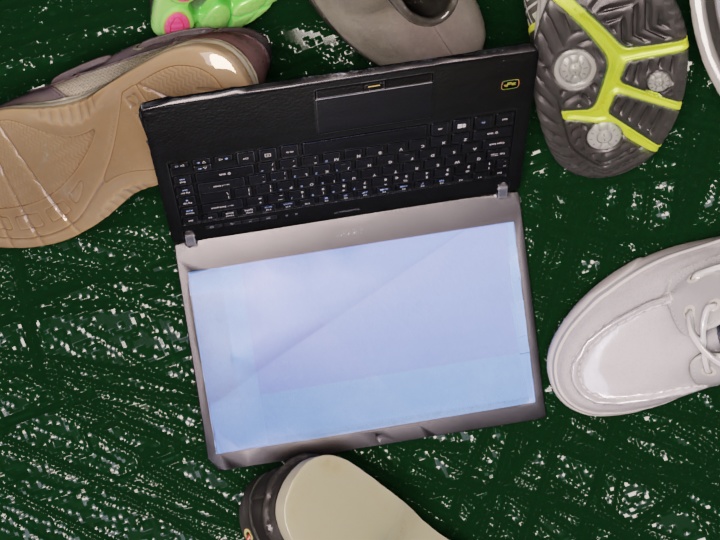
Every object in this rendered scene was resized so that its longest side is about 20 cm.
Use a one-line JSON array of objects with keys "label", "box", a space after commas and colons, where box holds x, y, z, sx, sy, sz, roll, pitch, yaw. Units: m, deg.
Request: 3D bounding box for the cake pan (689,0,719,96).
[{"label": "cake pan", "box": [0.251, -0.137, 0.798, 0.198, 0.037, 0.202, 1, 102, 6]}]

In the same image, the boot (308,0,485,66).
[{"label": "boot", "box": [0.008, -0.132, 0.745, 0.068, 0.131, 0.200, -38, 128, 4]}]

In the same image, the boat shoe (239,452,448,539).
[{"label": "boat shoe", "box": [0.022, 0.170, 0.880, 0.201, 0.063, 0.074, 45, 62, -16]}]

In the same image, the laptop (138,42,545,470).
[{"label": "laptop", "box": [0.000, 0.000, 0.805, 0.176, 0.200, 0.104, -9, 64, -4]}]

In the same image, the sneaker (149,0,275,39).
[{"label": "sneaker", "box": [-0.061, -0.203, 0.809, 0.076, 0.084, 0.201, -1, 121, -32]}]

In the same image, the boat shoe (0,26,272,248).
[{"label": "boat shoe", "box": [-0.126, -0.067, 0.843, 0.199, 0.065, 0.072, -21, 104, 29]}]

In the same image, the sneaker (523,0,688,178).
[{"label": "sneaker", "box": [0.109, -0.139, 0.800, 0.075, 0.077, 0.201, -6, 119, 5]}]

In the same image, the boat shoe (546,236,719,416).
[{"label": "boat shoe", "box": [0.183, 0.021, 0.823, 0.199, 0.069, 0.073, -18, 99, 10]}]
